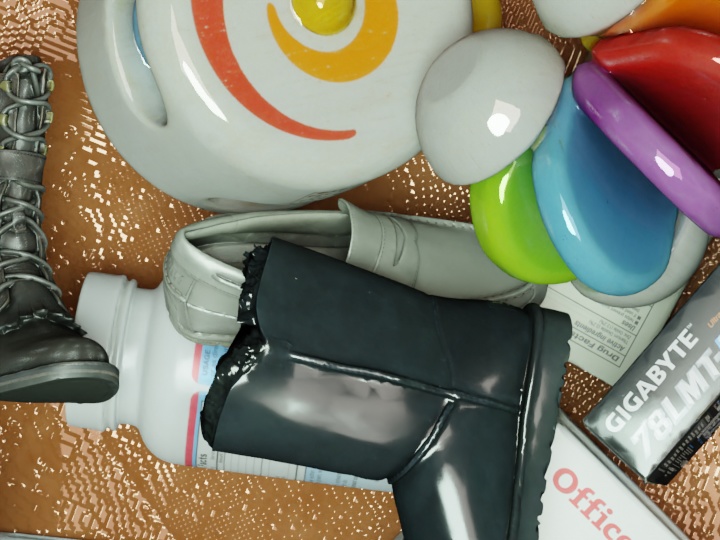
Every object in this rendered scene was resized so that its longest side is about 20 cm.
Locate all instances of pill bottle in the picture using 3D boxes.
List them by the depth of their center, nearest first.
[{"bbox_3d":[-0.053,0.055,1.197,0.198,0.109,0.110,8,94,-1],"label":"pill bottle"}]

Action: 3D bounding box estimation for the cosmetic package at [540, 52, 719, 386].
[{"bbox_3d":[0.144,-0.048,1.211,0.103,0.073,0.201,29,94,-3],"label":"cosmetic package"}]

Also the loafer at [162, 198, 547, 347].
[{"bbox_3d":[0.000,0.000,1.132,0.198,0.070,0.070,-5,52,-10],"label":"loafer"}]

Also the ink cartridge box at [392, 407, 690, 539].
[{"bbox_3d":[0.083,0.190,1.192,0.147,0.145,0.200,45,93,-3],"label":"ink cartridge box"}]

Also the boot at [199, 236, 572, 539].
[{"bbox_3d":[0.003,0.095,1.072,0.167,0.076,0.202,11,85,-6],"label":"boot"}]

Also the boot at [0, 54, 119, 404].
[{"bbox_3d":[-0.179,-0.023,1.146,0.069,0.199,0.176,5,90,-34],"label":"boot"}]

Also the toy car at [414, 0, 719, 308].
[{"bbox_3d":[0.141,-0.071,1.078,0.175,0.150,0.200,39,91,-31],"label":"toy car"}]

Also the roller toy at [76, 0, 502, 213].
[{"bbox_3d":[-0.040,-0.123,1.142,0.200,0.140,0.183,37,70,-17],"label":"roller toy"}]

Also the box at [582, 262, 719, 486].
[{"bbox_3d":[0.202,0.023,1.154,0.050,0.200,0.199,41,93,12],"label":"box"}]

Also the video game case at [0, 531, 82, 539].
[{"bbox_3d":[-0.163,0.251,1.254,0.181,0.022,0.202,6,94,-1],"label":"video game case"}]
